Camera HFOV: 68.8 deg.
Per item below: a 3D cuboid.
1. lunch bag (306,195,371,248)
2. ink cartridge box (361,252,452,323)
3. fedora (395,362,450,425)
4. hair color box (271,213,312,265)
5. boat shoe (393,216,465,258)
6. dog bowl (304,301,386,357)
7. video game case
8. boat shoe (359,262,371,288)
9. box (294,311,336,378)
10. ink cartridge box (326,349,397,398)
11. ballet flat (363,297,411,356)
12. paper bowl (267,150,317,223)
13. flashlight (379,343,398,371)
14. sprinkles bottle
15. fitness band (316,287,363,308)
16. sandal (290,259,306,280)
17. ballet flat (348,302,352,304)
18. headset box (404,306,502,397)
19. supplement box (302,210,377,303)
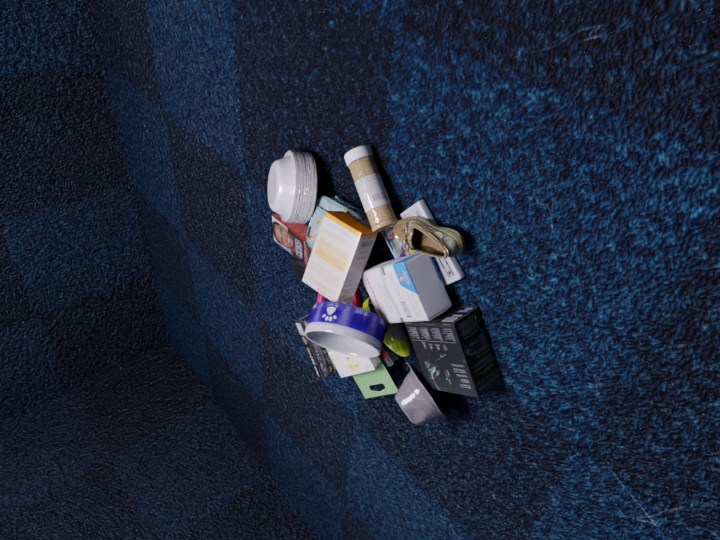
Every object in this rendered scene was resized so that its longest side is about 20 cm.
[{"bbox_3d":[-0.059,-0.111,1.415,0.200,0.077,0.161,31,114,38],"label":"lunch bag"},{"bbox_3d":[0.105,0.044,1.269,0.200,0.086,0.147,-13,102,62],"label":"ink cartridge box"},{"bbox_3d":[0.149,0.334,1.363,0.177,0.090,0.200,53,-175,30],"label":"fedora"},{"bbox_3d":[-0.200,-0.102,1.668,0.200,0.061,0.102,36,139,38],"label":"hair color box"},{"bbox_3d":[0.137,-0.072,1.165,0.200,0.063,0.073,18,127,49],"label":"boat shoe"},{"bbox_3d":[-0.037,0.152,1.338,0.200,0.079,0.200,13,158,5],"label":"dog bowl"},{"bbox_3d":[0.143,-0.046,1.257,0.200,0.023,0.182,61,148,2],"label":"video game case"},{"bbox_3d":[0.000,0.000,1.449,0.201,0.061,0.072,38,178,34],"label":"boat shoe"},{"bbox_3d":[-0.099,0.213,1.651,0.049,0.161,0.200,-5,109,57],"label":"box"},{"bbox_3d":[0.003,0.283,1.501,0.145,0.048,0.200,-23,97,43],"label":"ink cartridge box"},{"bbox_3d":[0.074,0.150,1.454,0.200,0.067,0.067,48,137,26],"label":"ballet flat"},{"bbox_3d":[-0.196,-0.232,1.466,0.201,0.104,0.201,180,90,-67],"label":"paper bowl"},{"bbox_3d":[0.022,0.196,1.510,0.200,0.068,0.068,48,172,1],"label":"flashlight"},{"bbox_3d":[0.025,-0.194,1.255,0.068,0.068,0.200,-27,82,58],"label":"sprinkles bottle"},{"bbox_3d":[-0.064,0.086,1.473,0.200,0.037,0.144,-38,70,47],"label":"fitness band"},{"bbox_3d":[-0.140,0.014,1.687,0.200,0.048,0.075,23,130,30],"label":"sandal"},{"bbox_3d":[-0.055,0.124,1.556,0.072,0.072,0.201,-8,89,56],"label":"ballet flat"},{"bbox_3d":[0.220,0.194,1.247,0.174,0.093,0.200,-8,106,56],"label":"headset box"},{"bbox_3d":[-0.053,-0.033,1.316,0.126,0.074,0.200,33,114,29],"label":"supplement box"}]
